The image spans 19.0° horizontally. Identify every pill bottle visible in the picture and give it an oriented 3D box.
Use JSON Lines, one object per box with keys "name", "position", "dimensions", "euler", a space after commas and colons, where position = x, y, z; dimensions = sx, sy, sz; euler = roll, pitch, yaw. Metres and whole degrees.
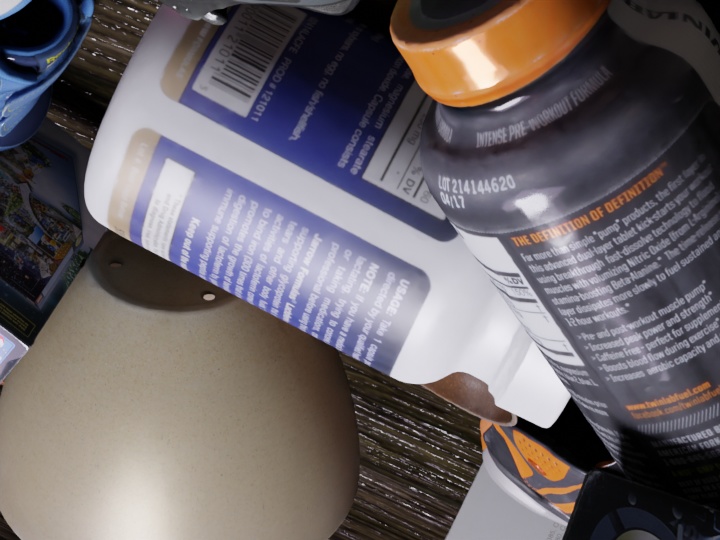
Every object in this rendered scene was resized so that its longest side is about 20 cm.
{"name": "pill bottle", "position": [0.005, -0.027, 0.824], "dimensions": [0.199, 0.116, 0.116], "euler": [28, 163, 3]}
{"name": "pill bottle", "position": [0.089, -0.021, 0.701], "dimensions": [0.106, 0.106, 0.200], "euler": [5, 138, 51]}

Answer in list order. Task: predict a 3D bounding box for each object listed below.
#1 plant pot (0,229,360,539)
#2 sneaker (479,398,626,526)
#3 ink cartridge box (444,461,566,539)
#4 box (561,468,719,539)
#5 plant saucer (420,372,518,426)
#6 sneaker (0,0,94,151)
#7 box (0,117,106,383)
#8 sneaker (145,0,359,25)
{"name": "plant pot", "position": [-0.095, 0.050, 1.128], "dimensions": [0.199, 0.200, 0.135], "euler": [21, 127, 23]}
{"name": "sneaker", "position": [0.146, 0.112, 1.064], "dimensions": [0.199, 0.078, 0.112], "euler": [25, 163, 10]}
{"name": "ink cartridge box", "position": [0.142, 0.212, 1.234], "dimensions": [0.199, 0.147, 0.147], "euler": [22, 162, 18]}
{"name": "box", "position": [0.149, 0.156, 0.748], "dimensions": [0.163, 0.087, 0.200], "euler": [18, 164, 18]}
{"name": "plant saucer", "position": [0.000, 0.000, 0.997], "dimensions": [0.200, 0.035, 0.200], "euler": [37, 171, 7]}
{"name": "sneaker", "position": [-0.160, -0.099, 0.947], "dimensions": [0.082, 0.074, 0.200], "euler": [21, 163, 10]}
{"name": "box", "position": [-0.217, -0.054, 1.023], "dimensions": [0.200, 0.137, 0.038], "euler": [38, 129, -10]}
{"name": "sneaker", "position": [-0.081, -0.122, 0.757], "dimensions": [0.199, 0.077, 0.084], "euler": [18, 156, 34]}
